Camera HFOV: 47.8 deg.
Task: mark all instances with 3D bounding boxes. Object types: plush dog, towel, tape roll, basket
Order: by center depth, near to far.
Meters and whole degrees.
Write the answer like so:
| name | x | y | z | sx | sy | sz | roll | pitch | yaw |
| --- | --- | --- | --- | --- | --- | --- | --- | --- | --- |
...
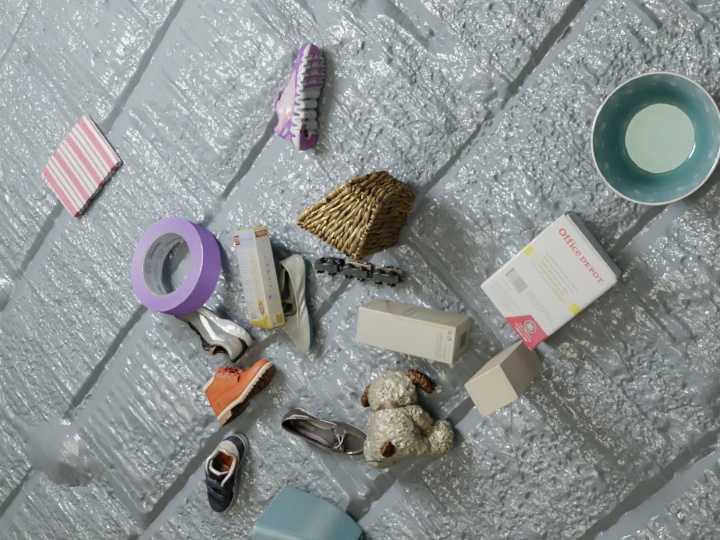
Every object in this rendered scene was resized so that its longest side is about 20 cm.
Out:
| name | x | y | z | sx | sy | sz | roll | pitch | yaw |
| --- | --- | --- | --- | --- | --- | --- | --- | --- | --- |
| basket | -0.004 | -0.124 | 1.491 | 0.147 | 0.199 | 0.145 | 30 | 111 | 18 |
| plush dog | 0.065 | 0.278 | 1.573 | 0.197 | 0.160 | 0.175 | -18 | 65 | 25 |
| tape roll | -0.396 | -0.008 | 1.739 | 0.196 | 0.065 | 0.205 | -6 | 76 | 27 |
| towel | -0.644 | -0.240 | 1.878 | 0.200 | 0.030 | 0.147 | -43 | 80 | 23 |

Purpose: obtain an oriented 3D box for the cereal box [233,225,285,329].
| name | x | y | z | sx | sy | sz | roll | pitch | yaw |
| --- | --- | --- | --- | --- | --- | --- | --- | --- | --- |
| cereal box | -0.208 | 0.013 | 1.661 | 0.143 | 0.039 | 0.205 | 3 | 103 | 65 |

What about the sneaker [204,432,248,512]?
| name | x | y | z | sx | sy | sz | roll | pitch | yaw |
| --- | --- | --- | --- | --- | --- | --- | --- | --- | --- |
| sneaker | -0.312 | 0.459 | 1.807 | 0.077 | 0.079 | 0.204 | 23 | 109 | 19 |

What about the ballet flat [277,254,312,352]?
| name | x | y | z | sx | sy | sz | roll | pitch | yaw |
| --- | --- | --- | --- | --- | --- | --- | --- | --- | --- |
| ballet flat | -0.141 | 0.070 | 1.662 | 0.068 | 0.069 | 0.205 | 1 | 98 | 25 |

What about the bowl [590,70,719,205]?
| name | x | y | z | sx | sy | sz | roll | pitch | yaw |
| --- | --- | --- | --- | --- | --- | --- | --- | --- | --- |
| bowl | 0.476 | -0.211 | 1.301 | 0.197 | 0.105 | 0.206 | 5 | 101 | 25 |

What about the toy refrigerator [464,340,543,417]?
| name | x | y | z | sx | sy | sz | roll | pitch | yaw |
| --- | --- | --- | --- | --- | --- | --- | --- | --- | --- |
| toy refrigerator | 0.256 | 0.186 | 1.420 | 0.075 | 0.199 | 0.071 | -34 | 85 | 25 |

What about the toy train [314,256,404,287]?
| name | x | y | z | sx | sy | sz | roll | pitch | yaw |
| --- | --- | --- | --- | --- | --- | --- | --- | --- | --- |
| toy train | 0.000 | 0.000 | 1.598 | 0.196 | 0.046 | 0.035 | 10 | 115 | 26 |

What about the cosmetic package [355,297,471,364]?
| name | x | y | z | sx | sy | sz | roll | pitch | yaw |
| --- | --- | --- | --- | --- | --- | --- | --- | --- | --- |
| cosmetic package | 0.101 | 0.112 | 1.537 | 0.196 | 0.103 | 0.075 | 11 | 103 | 22 |

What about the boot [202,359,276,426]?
| name | x | y | z | sx | sy | sz | roll | pitch | yaw |
| --- | --- | --- | --- | --- | --- | --- | --- | --- | --- |
| boot | -0.267 | 0.238 | 1.753 | 0.200 | 0.075 | 0.108 | -44 | 75 | 26 |

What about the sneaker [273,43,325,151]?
| name | x | y | z | sx | sy | sz | roll | pitch | yaw |
| --- | --- | --- | --- | --- | --- | --- | --- | --- | --- |
| sneaker | -0.126 | -0.341 | 1.586 | 0.087 | 0.080 | 0.205 | 18 | 107 | 29 |

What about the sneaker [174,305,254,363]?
| name | x | y | z | sx | sy | sz | roll | pitch | yaw |
| --- | --- | --- | --- | --- | --- | --- | --- | --- | --- |
| sneaker | -0.326 | 0.131 | 1.746 | 0.197 | 0.074 | 0.080 | 24 | 70 | 21 |

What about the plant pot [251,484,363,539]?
| name | x | y | z | sx | sy | sz | roll | pitch | yaw |
| --- | --- | --- | --- | --- | --- | --- | --- | --- | --- |
| plant pot | -0.102 | 0.591 | 1.674 | 0.196 | 0.196 | 0.201 | 9 | 102 | 13 |

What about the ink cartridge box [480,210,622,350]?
| name | x | y | z | sx | sy | sz | roll | pitch | yaw |
| --- | --- | --- | --- | --- | --- | --- | --- | --- | --- |
| ink cartridge box | 0.334 | 0.016 | 1.419 | 0.200 | 0.083 | 0.146 | -42 | 81 | 25 |

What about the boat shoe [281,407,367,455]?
| name | x | y | z | sx | sy | sz | roll | pitch | yaw |
| --- | --- | --- | --- | --- | --- | --- | --- | --- | --- |
| boat shoe | -0.075 | 0.341 | 1.684 | 0.196 | 0.057 | 0.068 | 16 | 105 | 23 |
